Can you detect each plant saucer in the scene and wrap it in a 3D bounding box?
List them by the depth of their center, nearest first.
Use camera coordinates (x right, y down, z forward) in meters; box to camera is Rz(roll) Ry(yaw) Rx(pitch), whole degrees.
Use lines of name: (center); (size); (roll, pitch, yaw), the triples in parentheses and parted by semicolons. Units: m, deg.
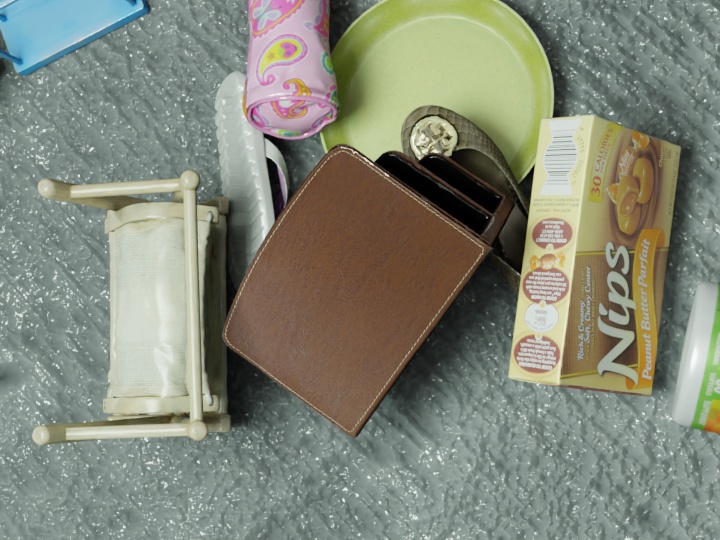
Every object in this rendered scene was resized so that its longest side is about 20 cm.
plant saucer: (0.063, -0.138, 0.962); (0.200, 0.031, 0.200); (-1, 85, 13)

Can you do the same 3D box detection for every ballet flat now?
ballet flat: (0.103, -0.047, 0.907); (0.067, 0.046, 0.200); (-35, 97, 10)

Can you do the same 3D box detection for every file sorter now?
file sorter: (-0.306, -0.306, 1.021); (0.139, 0.123, 0.200); (-24, 80, 10)

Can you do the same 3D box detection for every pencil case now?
pencil case: (-0.058, -0.213, 0.955); (0.087, 0.087, 0.200); (-6, 71, 13)

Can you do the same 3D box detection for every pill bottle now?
pill bottle: (0.338, 0.079, 0.834); (0.200, 0.111, 0.111); (11, 88, 14)

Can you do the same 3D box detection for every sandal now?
sandal: (-0.085, -0.074, 0.981); (0.050, 0.082, 0.203); (-1, 81, -29)

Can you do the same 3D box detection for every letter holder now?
letter holder: (0.000, 0.000, 0.881); (0.142, 0.101, 0.200); (34, 118, 2)

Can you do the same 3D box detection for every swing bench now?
swing bench: (-0.169, 0.035, 0.924); (0.130, 0.200, 0.199); (-2, 85, 4)

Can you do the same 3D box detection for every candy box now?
candy box: (0.181, -0.009, 0.875); (0.055, 0.115, 0.200); (5, 86, 50)
